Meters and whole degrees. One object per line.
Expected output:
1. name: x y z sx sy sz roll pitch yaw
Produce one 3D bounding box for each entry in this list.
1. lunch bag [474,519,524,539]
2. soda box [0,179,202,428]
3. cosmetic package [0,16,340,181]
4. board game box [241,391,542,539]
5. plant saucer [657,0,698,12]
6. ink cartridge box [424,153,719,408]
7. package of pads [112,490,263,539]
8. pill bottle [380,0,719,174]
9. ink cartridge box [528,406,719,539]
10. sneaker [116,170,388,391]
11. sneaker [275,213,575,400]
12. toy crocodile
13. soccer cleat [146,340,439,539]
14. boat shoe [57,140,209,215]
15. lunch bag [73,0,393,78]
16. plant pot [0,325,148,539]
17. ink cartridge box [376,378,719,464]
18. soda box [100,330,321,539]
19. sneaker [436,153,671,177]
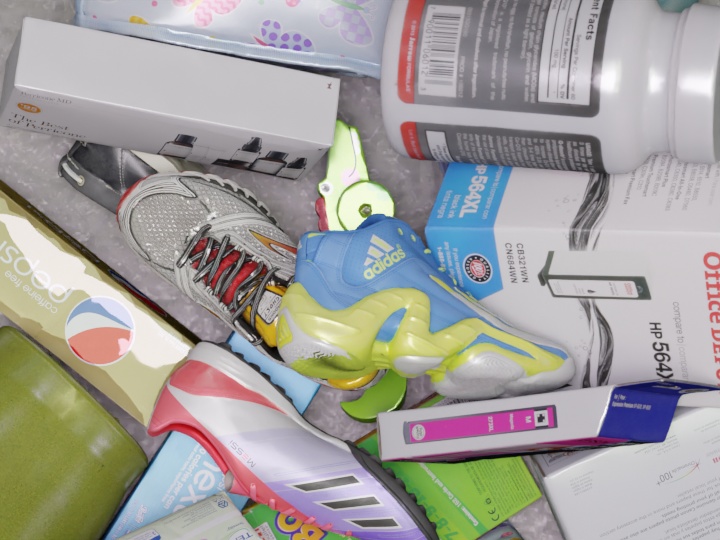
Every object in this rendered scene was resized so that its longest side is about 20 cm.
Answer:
1. lunch bag: 0.049 0.264 1.517 0.200 0.170 0.127 -38 96 2
2. soda box: -0.191 0.018 1.550 0.200 0.068 0.064 38 91 -3
3. cosmetic package: -0.120 -0.104 1.483 0.200 0.083 0.051 10 71 -13
4. board game box: 0.015 0.157 1.551 0.200 0.030 0.096 -30 94 -23
5. plant saucer: 0.138 -0.228 1.532 0.200 0.027 0.200 5 74 -17
6. ink cartridge box: 0.155 0.005 1.491 0.200 0.084 0.146 2 129 20
7. package of pads: -0.134 0.249 1.488 0.154 0.068 0.200 -24 136 -23
8. pill bottle: 0.121 -0.118 1.439 0.200 0.116 0.116 6 93 14
9. ink cartridge box: 0.234 0.160 1.556 0.200 0.084 0.176 -23 103 0
10. sneaker: -0.062 0.005 1.477 0.200 0.082 0.078 32 97 -5
11. sneaker: 0.044 0.018 1.439 0.200 0.076 0.105 10 71 -30
12. toy crocodile: 0.000 0.000 1.555 0.062 0.068 0.200 -12 93 0
13. soccer cleat: -0.041 0.129 1.490 0.200 0.068 0.073 38 71 1
14. boat shoe: -0.109 -0.025 1.555 0.200 0.072 0.068 41 103 -2
15. lunch bag: -0.072 -0.219 1.511 0.200 0.127 0.170 8 94 -10
16. plant pot: -0.243 0.145 1.506 0.200 0.200 0.193 45 79 -3
17. ink cartridge box: 0.118 0.094 1.470 0.200 0.095 0.037 -12 78 31
18. soda box: -0.100 0.129 1.560 0.068 0.064 0.200 32 92 -3
19. sneaker: 0.159 -0.084 1.552 0.199 0.115 0.081 -4 129 26
